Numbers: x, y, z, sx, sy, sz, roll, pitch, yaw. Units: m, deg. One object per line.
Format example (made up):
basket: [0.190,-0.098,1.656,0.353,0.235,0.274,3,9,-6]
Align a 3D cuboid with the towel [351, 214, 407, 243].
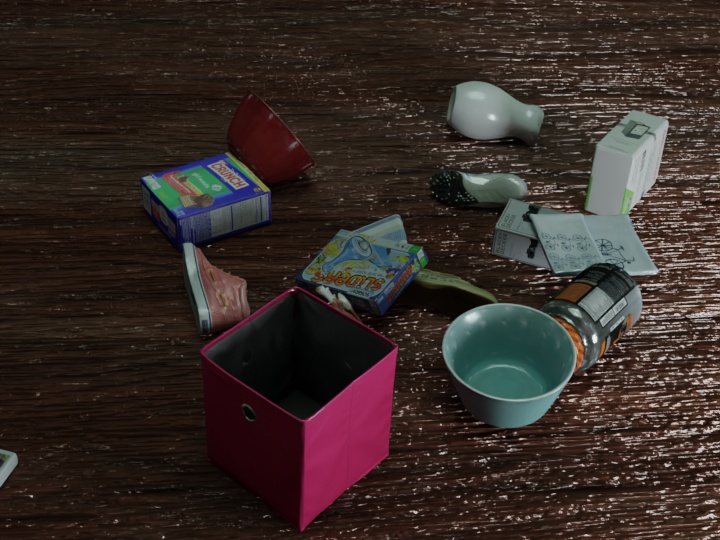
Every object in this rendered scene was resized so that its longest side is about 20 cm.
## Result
towel: [0.018,-0.017,1.712,0.144,0.024,0.202,-22,34,9]

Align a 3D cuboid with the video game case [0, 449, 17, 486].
video game case: [-0.581,0.297,1.284,0.178,0.024,0.201,11,36,11]

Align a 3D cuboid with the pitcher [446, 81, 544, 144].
pitcher: [0.293,-0.351,2.180,0.196,0.124,0.172,12,14,-6]

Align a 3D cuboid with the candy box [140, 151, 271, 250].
candy box: [-0.291,-0.135,1.849,0.197,0.078,0.169,-19,41,-30]

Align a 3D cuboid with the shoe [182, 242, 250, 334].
shoe: [-0.244,0.025,1.646,0.089,0.072,0.202,-7,43,-17]

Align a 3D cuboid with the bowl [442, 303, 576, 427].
bowl: [0.218,0.155,1.464,0.196,0.107,0.203,-1,41,1]

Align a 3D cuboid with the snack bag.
snack bag: [0.414,-0.048,1.735,0.195,0.022,0.190,0,36,-6]

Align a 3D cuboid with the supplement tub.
supplement tub: [0.358,0.081,1.571,0.121,0.125,0.199,29,43,31]

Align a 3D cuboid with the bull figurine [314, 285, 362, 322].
bull figurine: [-0.085,0.099,1.545,0.197,0.065,0.123,-13,71,-33]

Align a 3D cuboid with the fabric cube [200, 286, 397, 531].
fabric cube: [-0.085,0.182,1.330,0.194,0.203,0.199,28,42,30]

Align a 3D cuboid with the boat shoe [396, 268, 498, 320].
boat shoe: [0.146,0.033,1.661,0.196,0.074,0.063,17,40,18]

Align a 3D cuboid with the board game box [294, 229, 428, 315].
board game box: [0.000,0.000,1.649,0.198,0.035,0.136,13,51,43]

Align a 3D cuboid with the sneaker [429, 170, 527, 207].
sneaker: [0.235,-0.160,1.951,0.196,0.074,0.072,6,1,14]

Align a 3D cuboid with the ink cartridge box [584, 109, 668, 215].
ink cartridge box: [0.536,-0.213,1.967,0.083,0.148,0.199,22,39,27]

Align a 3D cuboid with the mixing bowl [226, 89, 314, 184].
mixing bowl: [-0.194,-0.246,1.944,0.108,0.201,0.200,-44,49,-4]

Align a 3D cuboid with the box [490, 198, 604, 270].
box: [0.352,-0.059,1.814,0.196,0.061,0.117,17,38,18]
